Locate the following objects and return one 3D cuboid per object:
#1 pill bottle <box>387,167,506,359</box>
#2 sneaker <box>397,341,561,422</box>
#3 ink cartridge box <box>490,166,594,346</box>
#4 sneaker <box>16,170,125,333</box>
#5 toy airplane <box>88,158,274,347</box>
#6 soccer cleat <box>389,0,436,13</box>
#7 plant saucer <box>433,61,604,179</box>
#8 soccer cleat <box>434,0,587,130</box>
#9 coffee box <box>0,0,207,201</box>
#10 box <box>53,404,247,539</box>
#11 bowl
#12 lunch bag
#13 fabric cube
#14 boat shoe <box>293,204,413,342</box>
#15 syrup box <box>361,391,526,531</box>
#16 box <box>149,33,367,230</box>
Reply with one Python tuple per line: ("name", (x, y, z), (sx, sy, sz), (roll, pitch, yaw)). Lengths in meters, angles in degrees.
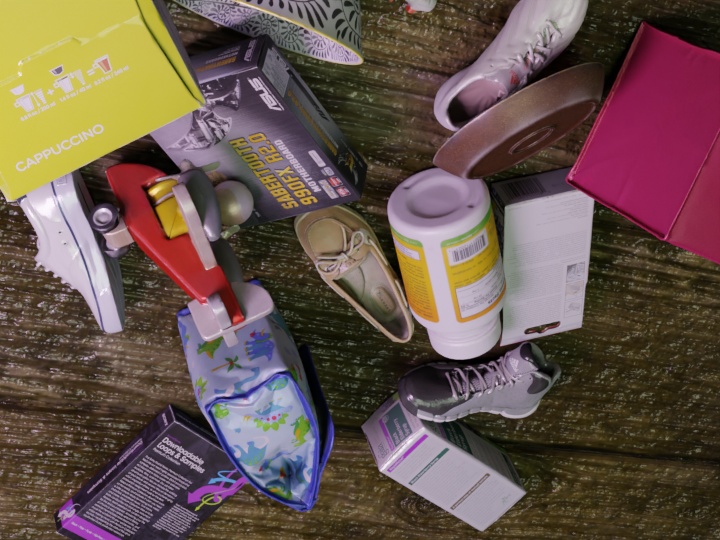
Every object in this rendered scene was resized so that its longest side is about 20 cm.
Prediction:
("pill bottle", (0.100, -0.003, 1.843), (0.111, 0.111, 0.201), (-19, 130, -6))
("sneaker", (0.146, 0.118, 1.959), (0.199, 0.075, 0.116), (1, 148, -33))
("ink cartridge box", (0.201, -0.015, 1.914), (0.108, 0.050, 0.201), (-12, 129, -14))
("sneaker", (-0.293, -0.019, 1.718), (0.070, 0.073, 0.201), (-12, 123, 6))
("toy airplane", (-0.152, -0.026, 1.654), (0.141, 0.200, 0.199), (-44, 116, -14))
("soccer cleat", (0.017, -0.320, 1.606), (0.078, 0.069, 0.200), (-45, 125, 11))
("plant saucer", (0.169, -0.146, 1.735), (0.199, 0.035, 0.200), (-27, 169, -5))
("soccer cleat", (0.157, -0.214, 1.714), (0.069, 0.078, 0.200), (42, 105, -18))
("coffee box", (-0.278, -0.221, 1.478), (0.199, 0.198, 0.200), (-26, 130, 0))
("box", (-0.236, 0.257, 1.960), (0.200, 0.036, 0.143), (-42, 129, 14))
("bowl", (-0.077, -0.268, 1.555), (0.200, 0.200, 0.095), (20, 88, -31))
("lunch bag", (-0.104, 0.142, 1.836), (0.127, 0.170, 0.201), (-21, 129, -1))
("fabric cube", (0.376, -0.119, 1.784), (0.199, 0.200, 0.197), (18, 103, -31))
("boat shoe", (-0.002, 0.002, 1.839), (0.073, 0.063, 0.201), (-32, 130, 4))
("syrup box", (0.101, 0.228, 2.037), (0.081, 0.079, 0.200), (-43, 128, 14))
("box", (-0.109, -0.132, 1.662), (0.158, 0.049, 0.200), (-12, 136, 28))
